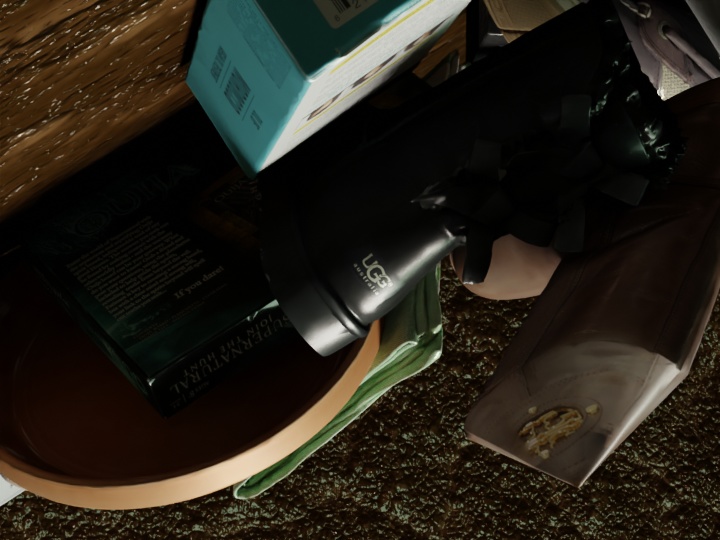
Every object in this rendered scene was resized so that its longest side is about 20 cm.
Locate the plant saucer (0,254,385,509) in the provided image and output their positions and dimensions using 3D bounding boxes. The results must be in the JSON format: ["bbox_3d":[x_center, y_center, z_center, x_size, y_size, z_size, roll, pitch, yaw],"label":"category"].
[{"bbox_3d":[-0.084,0.033,0.953,0.199,0.032,0.201,-10,-139,9],"label":"plant saucer"}]

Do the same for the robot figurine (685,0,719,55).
[{"bbox_3d":[0.193,-0.130,0.862,0.124,0.201,0.150,-33,180,28],"label":"robot figurine"}]

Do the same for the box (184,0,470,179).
[{"bbox_3d":[-0.010,-0.087,0.718,0.082,0.049,0.200,-35,180,-10],"label":"box"}]

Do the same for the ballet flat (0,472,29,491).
[{"bbox_3d":[-0.102,0.035,1.047,0.199,0.068,0.067,-36,173,-6],"label":"ballet flat"}]

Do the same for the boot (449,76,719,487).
[{"bbox_3d":[0.073,0.017,0.818,0.186,0.064,0.200,-33,-161,42],"label":"boot"}]

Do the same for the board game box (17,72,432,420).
[{"bbox_3d":[-0.042,-0.027,0.958,0.199,0.028,0.135,-32,-138,-16],"label":"board game box"}]

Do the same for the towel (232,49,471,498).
[{"bbox_3d":[0.000,0.000,1.021,0.152,0.023,0.201,-41,-152,38],"label":"towel"}]

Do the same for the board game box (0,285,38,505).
[{"bbox_3d":[-0.188,0.062,1.095,0.200,0.026,0.201,-33,157,-41],"label":"board game box"}]

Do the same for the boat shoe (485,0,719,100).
[{"bbox_3d":[0.133,-0.091,0.950,0.065,0.200,0.072,-48,-168,-12],"label":"boat shoe"}]

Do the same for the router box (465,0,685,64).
[{"bbox_3d":[0.136,-0.133,1.081,0.156,0.053,0.200,1,179,-1],"label":"router box"}]

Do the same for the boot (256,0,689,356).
[{"bbox_3d":[0.037,-0.058,0.842,0.162,0.074,0.199,-31,-152,11],"label":"boot"}]

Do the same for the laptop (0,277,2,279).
[{"bbox_3d":[-0.177,0.004,1.214,0.177,0.104,0.199,-32,-155,-30],"label":"laptop"}]
